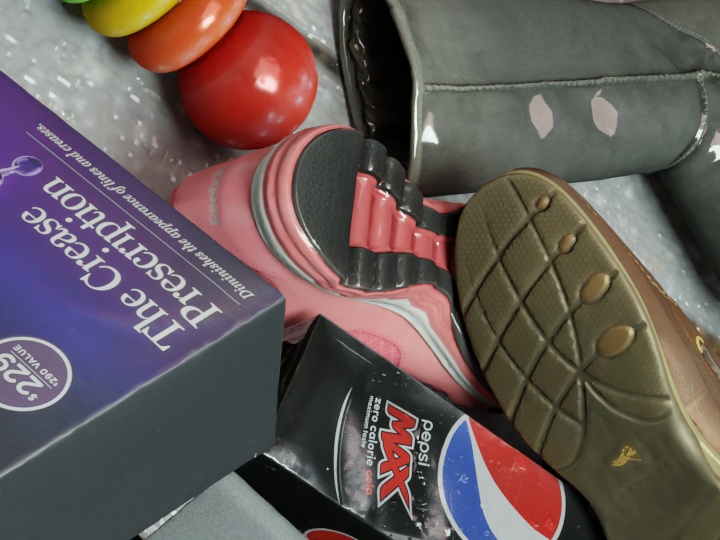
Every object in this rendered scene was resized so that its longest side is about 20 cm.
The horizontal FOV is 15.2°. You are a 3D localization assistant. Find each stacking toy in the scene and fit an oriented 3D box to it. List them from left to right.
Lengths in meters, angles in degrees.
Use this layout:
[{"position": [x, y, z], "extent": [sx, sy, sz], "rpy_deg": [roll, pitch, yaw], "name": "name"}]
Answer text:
[{"position": [-0.089, -0.125, 1.018], "extent": [0.200, 0.085, 0.085], "rpy_deg": [46, 57, -23], "name": "stacking toy"}]

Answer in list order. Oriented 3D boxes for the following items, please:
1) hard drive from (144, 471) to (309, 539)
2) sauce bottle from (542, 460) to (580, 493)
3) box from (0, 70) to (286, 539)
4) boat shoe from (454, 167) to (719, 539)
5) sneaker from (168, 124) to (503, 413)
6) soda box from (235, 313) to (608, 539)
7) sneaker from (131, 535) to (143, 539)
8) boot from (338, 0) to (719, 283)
[{"position": [-0.024, 0.172, 0.843], "extent": [0.140, 0.033, 0.200], "rpy_deg": [-39, 63, -21], "name": "hard drive"}, {"position": [0.168, 0.068, 1.144], "extent": [0.200, 0.065, 0.065], "rpy_deg": [-11, 85, -36], "name": "sauce bottle"}, {"position": [-0.143, 0.010, 0.874], "extent": [0.200, 0.079, 0.141], "rpy_deg": [37, 54, 27], "name": "box"}, {"position": [0.104, 0.047, 1.038], "extent": [0.200, 0.072, 0.068], "rpy_deg": [58, 28, -5], "name": "boat shoe"}, {"position": [0.000, 0.000, 1.048], "extent": [0.200, 0.087, 0.074], "rpy_deg": [36, 56, -49], "name": "sneaker"}, {"position": [0.032, 0.100, 1.040], "extent": [0.200, 0.071, 0.063], "rpy_deg": [35, 60, -22], "name": "soda box"}, {"position": [-0.033, 0.144, 0.984], "extent": [0.200, 0.080, 0.086], "rpy_deg": [36, 25, -38], "name": "sneaker"}, {"position": [0.098, -0.046, 1.119], "extent": [0.200, 0.073, 0.182], "rpy_deg": [-3, 63, -41], "name": "boot"}]
